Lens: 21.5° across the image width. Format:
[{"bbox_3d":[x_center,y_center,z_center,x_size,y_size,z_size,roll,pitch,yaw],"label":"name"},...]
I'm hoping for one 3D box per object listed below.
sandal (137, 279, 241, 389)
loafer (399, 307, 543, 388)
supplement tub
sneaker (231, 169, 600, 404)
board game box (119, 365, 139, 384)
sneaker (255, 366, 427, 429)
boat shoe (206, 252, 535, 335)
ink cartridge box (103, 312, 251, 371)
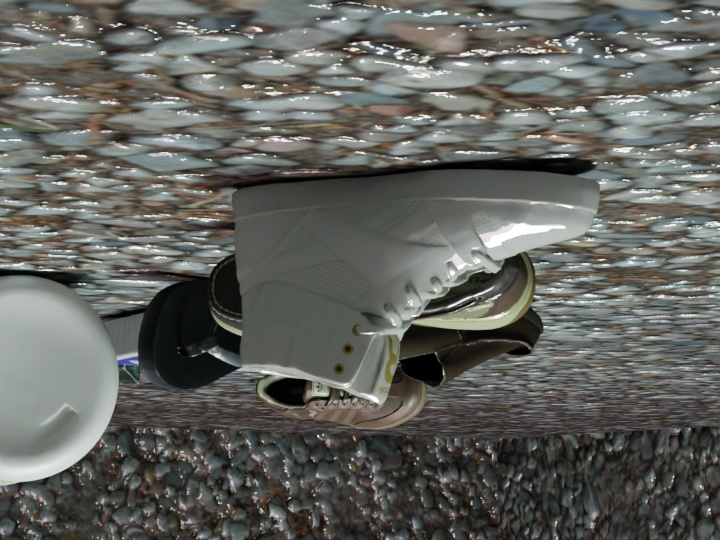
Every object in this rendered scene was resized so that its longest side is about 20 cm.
[{"bbox_3d":[-0.086,0.042,1.387,0.043,0.077,0.199,-4,-178,39],"label":"sandal"},{"bbox_3d":[0.058,0.056,1.469,0.198,0.072,0.073,6,171,-35],"label":"loafer"},{"bbox_3d":[-0.265,0.086,1.408,0.143,0.147,0.200,2,172,-18],"label":"supplement tub"},{"bbox_3d":[0.028,0.010,0.971,0.198,0.117,0.074,-5,170,22],"label":"sneaker"},{"bbox_3d":[-0.296,0.094,1.918,0.134,0.029,0.200,1,172,-2],"label":"board game box"},{"bbox_3d":[-0.025,0.140,2.109,0.198,0.071,0.075,-5,170,28],"label":"sneaker"},{"bbox_3d":[0.000,0.000,1.100,0.198,0.074,0.065,-6,160,14],"label":"boat shoe"},{"bbox_3d":[-0.092,0.058,1.601,0.196,0.048,0.199,7,168,-33],"label":"ink cartridge box"}]
